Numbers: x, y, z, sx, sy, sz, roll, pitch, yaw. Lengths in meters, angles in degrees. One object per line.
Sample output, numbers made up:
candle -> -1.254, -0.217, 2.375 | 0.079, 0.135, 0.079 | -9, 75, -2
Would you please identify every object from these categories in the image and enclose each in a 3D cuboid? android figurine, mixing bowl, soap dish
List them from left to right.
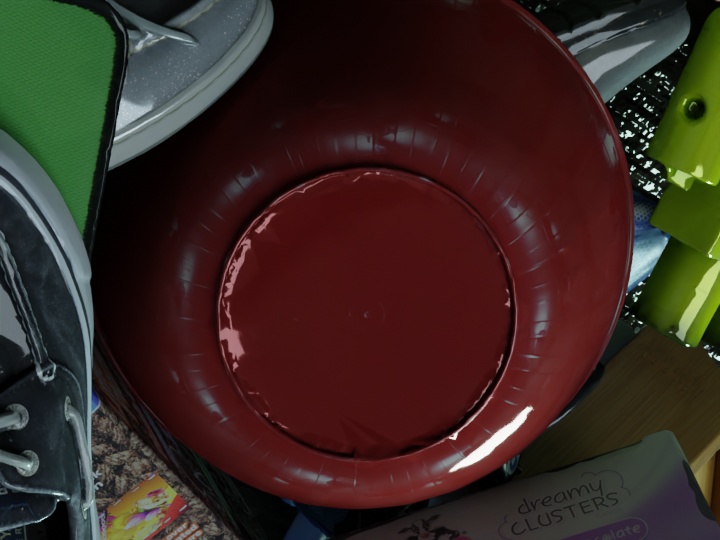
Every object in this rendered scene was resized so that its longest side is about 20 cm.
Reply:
mixing bowl -> 0.000, 0.000, 0.724 | 0.199, 0.108, 0.201 | 0, 104, -2
soap dish -> 0.104, 0.137, 0.987 | 0.157, 0.081, 0.201 | -39, 143, -32
android figurine -> 0.179, -0.060, 0.887 | 0.182, 0.041, 0.201 | 12, 106, -57

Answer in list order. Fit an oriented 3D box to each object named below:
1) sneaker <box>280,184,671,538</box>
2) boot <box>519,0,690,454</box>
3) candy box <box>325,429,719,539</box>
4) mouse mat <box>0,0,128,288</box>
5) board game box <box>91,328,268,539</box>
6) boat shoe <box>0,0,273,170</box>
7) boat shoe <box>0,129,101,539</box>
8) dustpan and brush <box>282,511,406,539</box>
sneaker -> 0.055, 0.044, 0.891 | 0.200, 0.089, 0.079 | -40, 140, 0
boot -> 0.058, -0.012, 0.812 | 0.199, 0.070, 0.132 | -31, 100, 8
candy box -> 0.061, 0.173, 0.858 | 0.167, 0.072, 0.201 | -17, 136, -6
mouse mat -> -0.177, -0.024, 0.647 | 0.199, 0.008, 0.162 | 9, 119, -11
board game box -> -0.138, 0.103, 0.805 | 0.159, 0.097, 0.200 | -36, 140, 0
boat shoe -> -0.125, -0.065, 0.677 | 0.201, 0.075, 0.065 | -17, 133, -7
boat shoe -> -0.114, 0.052, 0.653 | 0.071, 0.068, 0.201 | -3, 120, -4
dustpan and brush -> -0.020, 0.196, 0.952 | 0.200, 0.057, 0.140 | -53, 142, -13
